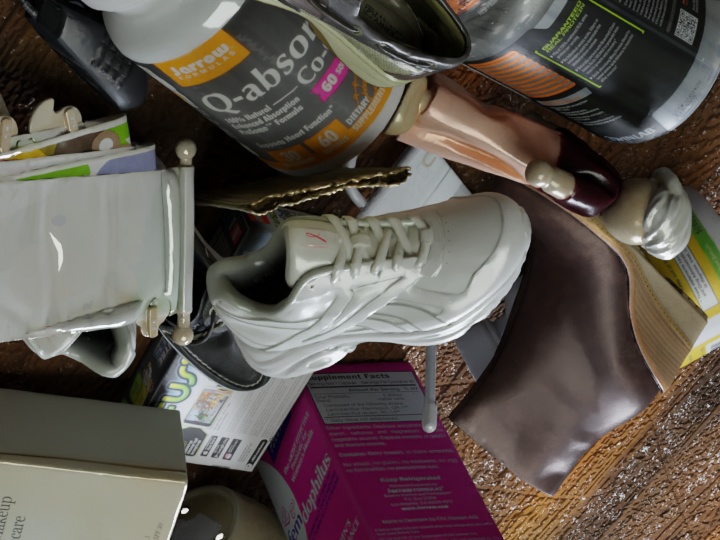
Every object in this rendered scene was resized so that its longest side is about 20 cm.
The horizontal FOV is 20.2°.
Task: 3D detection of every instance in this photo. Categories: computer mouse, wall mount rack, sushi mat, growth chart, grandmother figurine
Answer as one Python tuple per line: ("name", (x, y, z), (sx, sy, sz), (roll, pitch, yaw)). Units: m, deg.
("computer mouse", (-0.180, -0.160, 1.118), (0.034, 0.059, 0.200), (-47, 131, -6))
("wall mount rack", (0.047, -0.003, 1.320), (0.174, 0.074, 0.200), (-53, 137, -9))
("sushi mat", (-0.040, -0.049, 1.203), (0.095, 0.200, 0.012), (-11, 96, -14))
("growth chart", (-0.167, -0.025, 1.146), (0.199, 0.018, 0.145), (-1, 100, -43))
("grandmother figurine", (0.111, -0.065, 1.214), (0.199, 0.121, 0.061), (27, 120, -9))

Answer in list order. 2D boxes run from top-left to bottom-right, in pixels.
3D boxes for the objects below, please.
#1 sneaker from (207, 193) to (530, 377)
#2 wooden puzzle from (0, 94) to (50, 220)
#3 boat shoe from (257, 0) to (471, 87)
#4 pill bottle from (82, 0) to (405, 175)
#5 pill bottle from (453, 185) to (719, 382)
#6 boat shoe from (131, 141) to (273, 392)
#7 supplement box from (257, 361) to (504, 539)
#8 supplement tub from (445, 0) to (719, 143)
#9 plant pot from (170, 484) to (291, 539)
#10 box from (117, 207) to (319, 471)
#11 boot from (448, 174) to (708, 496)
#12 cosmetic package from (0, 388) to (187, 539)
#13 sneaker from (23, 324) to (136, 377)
("sneaker", (0.000, 0.000, 1.178), (0.199, 0.078, 0.099), (-22, 145, 17))
("wooden puzzle", (-0.291, -0.059, 1.111), (0.199, 0.046, 0.186), (-22, 113, -4))
("boat shoe", (-0.013, -0.164, 1.063), (0.065, 0.074, 0.200), (-5, 155, 39))
("pill bottle", (-0.072, -0.146, 1.133), (0.116, 0.117, 0.200), (-42, 134, 13))
("pill bottle", (0.170, 0.034, 1.415), (0.199, 0.111, 0.111), (-29, 136, 1))
("boat shoe", (-0.110, 0.011, 1.256), (0.070, 0.066, 0.200), (-21, 122, 11))
("supplement box", (0.013, 0.165, 1.394), (0.103, 0.200, 0.101), (1, 128, -25))
("supplement tub", (0.116, -0.163, 1.204), (0.200, 0.123, 0.123), (23, 117, -39))
("plant pot", (-0.073, 0.254, 1.465), (0.187, 0.187, 0.200), (-33, 123, 5))
("box", (-0.078, 0.047, 1.361), (0.110, 0.035, 0.200), (13, 123, -34))
("boot", (0.116, 0.039, 1.307), (0.166, 0.072, 0.200), (-46, 114, 5))
("cosmetic package", (-0.222, 0.137, 1.318), (0.199, 0.073, 0.104), (7, 127, -17))
("sneaker", (-0.199, 0.001, 1.214), (0.078, 0.100, 0.200), (-44, 133, 16))
